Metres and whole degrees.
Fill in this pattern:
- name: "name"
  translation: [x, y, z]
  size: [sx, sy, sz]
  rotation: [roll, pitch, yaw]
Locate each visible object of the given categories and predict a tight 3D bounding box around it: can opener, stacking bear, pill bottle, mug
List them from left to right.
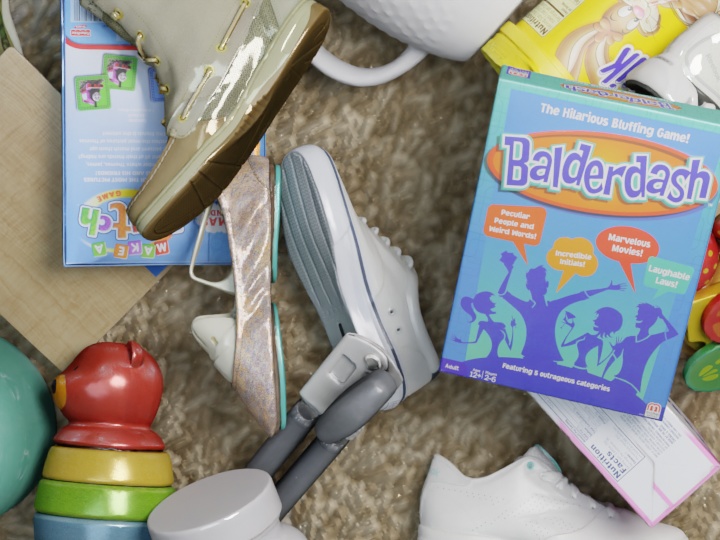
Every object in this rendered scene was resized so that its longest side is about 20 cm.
- name: "mug"
  translation: [-0.329, 0.114, 1.225]
  size: [0.184, 0.114, 0.153]
  rotation: [28, 97, 4]
- name: "stacking bear"
  translation: [-0.190, 0.152, 1.217]
  size: [0.113, 0.121, 0.202]
  rotation: [6, 86, -20]
- name: "pill bottle"
  translation: [-0.077, 0.253, 1.184]
  size: [0.115, 0.116, 0.201]
  rotation: [-17, 105, 8]
- name: "can opener"
  translation: [-0.039, 0.120, 1.183]
  size: [0.053, 0.066, 0.200]
  rotation: [41, 128, 4]
- name: "mug"
  translation: [0.025, -0.219, 1.152]
  size: [0.175, 0.148, 0.200]
  rotation: [42, 116, -1]

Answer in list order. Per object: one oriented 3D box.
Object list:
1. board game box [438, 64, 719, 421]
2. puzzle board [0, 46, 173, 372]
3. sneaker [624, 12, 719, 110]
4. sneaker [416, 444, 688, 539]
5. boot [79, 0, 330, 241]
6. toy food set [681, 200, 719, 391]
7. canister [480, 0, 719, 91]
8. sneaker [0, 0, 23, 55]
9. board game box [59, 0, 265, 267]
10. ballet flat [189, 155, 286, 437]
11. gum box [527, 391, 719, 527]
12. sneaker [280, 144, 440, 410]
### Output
- name: "board game box"
  translation: [0.143, -0.017, 1.054]
  size: [0.151, 0.045, 0.201]
  rotation: [12, 109, 5]
- name: "puzzle board"
  translation: [-0.240, -0.043, 1.229]
  size: [0.151, 0.017, 0.200]
  rotation: [-44, 104, 2]
- name: "sneaker"
  translation: [0.258, -0.095, 1.116]
  size: [0.081, 0.200, 0.075]
  rotation: [-50, 45, -3]
- name: "sneaker"
  translation: [0.141, 0.173, 1.198]
  size: [0.198, 0.075, 0.089]
  rotation: [4, 83, 8]
- name: "boot"
  translation: [-0.135, -0.137, 1.135]
  size: [0.154, 0.072, 0.201]
  rotation: [35, 88, 9]
- name: "toy food set"
  translation: [0.291, 0.000, 1.123]
  size: [0.199, 0.198, 0.049]
  rotation: [-20, 50, 0]
- name: "canister"
  translation: [0.199, -0.167, 1.129]
  size: [0.200, 0.149, 0.087]
  rotation: [-42, 46, 5]
- name: "sneaker"
  translation: [-0.296, -0.192, 1.212]
  size: [0.076, 0.089, 0.202]
  rotation: [0, 96, 8]
- name: "board game box"
  translation: [-0.144, -0.104, 1.206]
  size: [0.150, 0.037, 0.202]
  rotation: [0, 93, -12]
- name: "ballet flat"
  translation: [-0.089, 0.019, 1.178]
  size: [0.067, 0.068, 0.202]
  rotation: [-1, 84, -8]
- name: "gum box"
  translation: [0.167, 0.084, 1.162]
  size: [0.066, 0.113, 0.200]
  rotation: [-42, 88, 8]
- name: "sneaker"
  translation: [0.000, 0.000, 1.203]
  size: [0.071, 0.073, 0.201]
  rotation: [-24, 100, -32]
